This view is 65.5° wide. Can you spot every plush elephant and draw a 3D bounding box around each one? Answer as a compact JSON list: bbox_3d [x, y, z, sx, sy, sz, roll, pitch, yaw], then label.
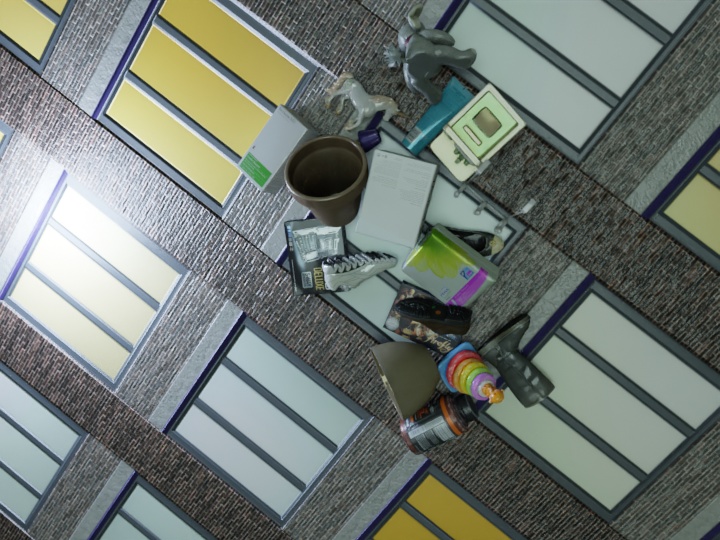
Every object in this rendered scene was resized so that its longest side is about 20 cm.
[{"bbox_3d":[0.143,-0.513,1.299,0.199,0.156,0.165,15,143,-19],"label":"plush elephant"}]

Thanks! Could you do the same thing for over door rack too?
[{"bbox_3d":[0.298,-0.161,1.304,0.148,0.200,0.067,41,79,1],"label":"over door rack"}]

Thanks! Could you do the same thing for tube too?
[{"bbox_3d":[0.185,-0.371,1.366,0.077,0.050,0.200,44,102,5],"label":"tube"}]

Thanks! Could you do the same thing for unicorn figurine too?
[{"bbox_3d":[0.003,-0.408,1.380,0.137,0.074,0.200,-40,91,17],"label":"unicorn figurine"}]

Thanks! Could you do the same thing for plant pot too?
[{"bbox_3d":[0.126,0.264,1.439,0.134,0.200,0.202,-23,96,-5],"label":"plant pot"},{"bbox_3d":[-0.070,-0.197,1.370,0.198,0.175,0.202,-4,58,7],"label":"plant pot"}]

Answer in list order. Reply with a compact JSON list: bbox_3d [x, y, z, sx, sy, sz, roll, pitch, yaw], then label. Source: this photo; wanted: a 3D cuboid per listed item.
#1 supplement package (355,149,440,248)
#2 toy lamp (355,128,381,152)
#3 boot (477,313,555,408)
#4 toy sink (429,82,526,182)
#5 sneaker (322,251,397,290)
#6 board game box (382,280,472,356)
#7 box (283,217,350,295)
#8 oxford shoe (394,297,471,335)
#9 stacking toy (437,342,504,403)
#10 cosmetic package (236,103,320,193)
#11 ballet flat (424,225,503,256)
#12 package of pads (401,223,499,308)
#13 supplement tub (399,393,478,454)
[{"bbox_3d":[0.093,-0.178,1.366,0.151,0.151,0.202,16,103,8],"label":"supplement package"},{"bbox_3d":[-0.043,-0.305,1.419,0.199,0.058,0.059,-21,96,15],"label":"toy lamp"},{"bbox_3d":[0.419,0.231,1.421,0.200,0.072,0.182,47,120,7],"label":"boot"},{"bbox_3d":[0.271,-0.319,1.322,0.200,0.112,0.131,-42,90,16],"label":"toy sink"},{"bbox_3d":[0.000,0.000,1.440,0.198,0.075,0.082,-10,108,-14],"label":"sneaker"},{"bbox_3d":[0.175,0.128,1.470,0.199,0.035,0.136,24,104,6],"label":"board game box"},{"bbox_3d":[-0.111,-0.040,1.488,0.156,0.050,0.202,-4,100,12],"label":"box"},{"bbox_3d":[0.178,0.125,1.414,0.199,0.073,0.085,14,134,23],"label":"oxford shoe"},{"bbox_3d":[0.292,0.274,1.378,0.116,0.200,0.110,-38,115,-9],"label":"stacking toy"},{"bbox_3d":[-0.210,-0.308,1.433,0.108,0.085,0.200,42,107,13],"label":"cosmetic package"},{"bbox_3d":[0.257,-0.073,1.398,0.198,0.057,0.067,8,85,10],"label":"ballet flat"},{"bbox_3d":[0.218,-0.002,1.387,0.199,0.068,0.155,37,131,-3],"label":"package of pads"},{"bbox_3d":[0.210,0.399,1.480,0.199,0.107,0.107,-31,93,15],"label":"supplement tub"}]
